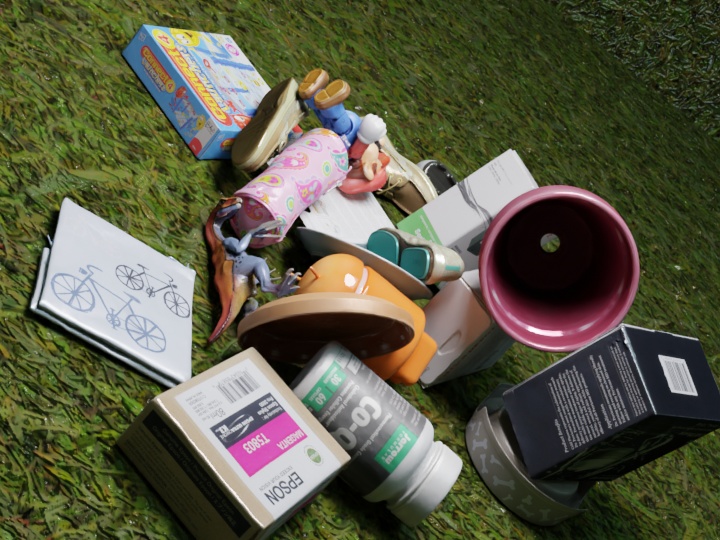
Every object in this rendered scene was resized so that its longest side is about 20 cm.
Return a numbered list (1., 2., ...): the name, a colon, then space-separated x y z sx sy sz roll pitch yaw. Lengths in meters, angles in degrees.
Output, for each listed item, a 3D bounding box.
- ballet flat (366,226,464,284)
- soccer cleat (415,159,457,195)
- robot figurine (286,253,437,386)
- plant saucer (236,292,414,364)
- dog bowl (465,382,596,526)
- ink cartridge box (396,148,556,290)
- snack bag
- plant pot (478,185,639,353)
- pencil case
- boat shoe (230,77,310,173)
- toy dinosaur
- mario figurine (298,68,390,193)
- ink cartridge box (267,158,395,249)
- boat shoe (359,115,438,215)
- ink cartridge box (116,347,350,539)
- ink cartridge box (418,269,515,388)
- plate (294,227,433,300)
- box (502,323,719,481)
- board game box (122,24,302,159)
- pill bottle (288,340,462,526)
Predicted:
1. ballet flat: 0.073 -0.013 1.745 0.062 0.068 0.200 4 10 -25
2. soccer cleat: 0.148 -0.093 2.114 0.201 0.070 0.086 54 -20 -15
3. robot figurine: -0.002 0.059 1.623 0.200 0.117 0.144 39 26 -17
4. plant saucer: -0.039 0.063 1.480 0.199 0.199 0.033 17 63 -42
5. dog bowl: 0.219 0.244 1.732 0.199 0.059 0.201 34 28 -21
6. ink cartridge box: 0.174 -0.062 1.913 0.146 0.199 0.085 43 16 -53
7. snack bag: -0.260 0.021 1.424 0.188 0.021 0.201 31 29 -25
8. plant pot: 0.247 -0.014 1.692 0.200 0.200 0.179 41 12 -5
9. pencil case: -0.088 -0.109 1.720 0.087 0.087 0.200 44 44 1
10. boat shoe: -0.114 -0.184 1.769 0.063 0.073 0.201 52 29 -22
11. toy dinosaur: -0.148 -0.016 1.569 0.181 0.106 0.199 37 31 31
12. mario figurine: -0.007 -0.196 1.842 0.124 0.105 0.201 -94 162 -44
13. ink cartridge box: -0.046 -0.085 1.857 0.199 0.057 0.163 -1 50 -47
14. boat shoe: 0.040 -0.148 2.048 0.200 0.074 0.066 47 39 10
15. ink cartridge box: -0.121 0.180 1.327 0.165 0.075 0.200 47 26 8
16. ink cartridge box: 0.154 0.070 1.794 0.086 0.148 0.199 52 27 18
17. plate: 0.000 0.000 1.717 0.198 0.026 0.200 25 -9 4
18. box: 0.322 0.172 1.674 0.199 0.196 0.125 11 55 -47
19. board game box: -0.203 -0.246 1.851 0.201 0.056 0.195 53 27 17
20. pill bottle: 0.009 0.181 1.465 0.200 0.113 0.113 41 26 -4
